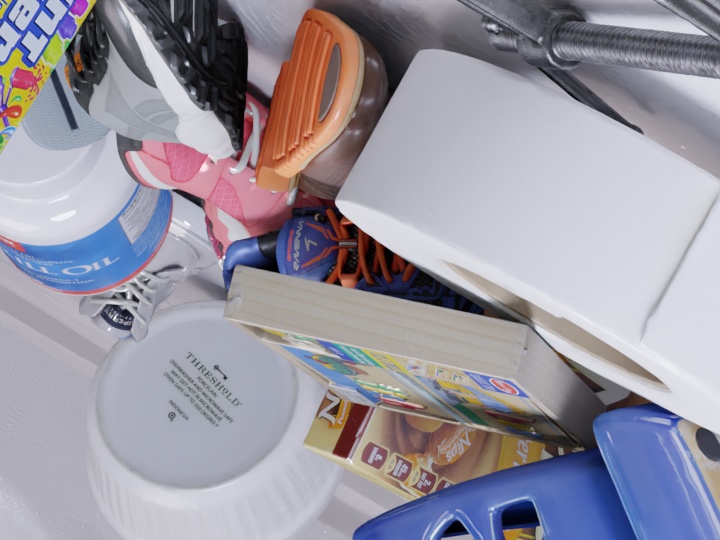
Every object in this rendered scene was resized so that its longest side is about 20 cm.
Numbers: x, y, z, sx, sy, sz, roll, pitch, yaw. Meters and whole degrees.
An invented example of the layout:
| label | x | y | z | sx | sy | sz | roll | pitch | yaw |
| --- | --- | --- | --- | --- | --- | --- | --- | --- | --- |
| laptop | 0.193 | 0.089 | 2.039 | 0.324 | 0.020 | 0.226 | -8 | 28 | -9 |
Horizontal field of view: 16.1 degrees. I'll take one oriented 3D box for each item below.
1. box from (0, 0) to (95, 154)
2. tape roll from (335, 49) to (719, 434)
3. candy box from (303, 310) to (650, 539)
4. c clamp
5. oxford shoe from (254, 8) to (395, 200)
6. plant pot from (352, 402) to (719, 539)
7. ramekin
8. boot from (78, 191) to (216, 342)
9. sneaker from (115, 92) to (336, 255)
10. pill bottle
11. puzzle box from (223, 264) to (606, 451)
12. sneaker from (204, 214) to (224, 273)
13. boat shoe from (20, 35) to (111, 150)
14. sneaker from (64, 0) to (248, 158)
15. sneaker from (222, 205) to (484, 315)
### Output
| label | x | y | z | sx | sy | sz | roll | pitch | yaw |
| --- | --- | --- | --- | --- | --- | --- | --- | --- | --- |
| box | -0.187 | -0.140 | 0.875 | 0.122 | 0.201 | 0.193 | 24 | 168 | 32 |
| tape roll | 0.092 | -0.007 | 0.998 | 0.202 | 0.071 | 0.202 | 30 | 176 | 2 |
| candy box | 0.080 | 0.082 | 1.321 | 0.199 | 0.116 | 0.055 | 29 | 173 | -29 |
| c clamp | 0.080 | -0.086 | 0.842 | 0.170 | 0.027 | 0.200 | 31 | 173 | -23 |
| oxford shoe | 0.000 | -0.067 | 1.100 | 0.072 | 0.072 | 0.200 | 13 | 177 | -6 |
| plant pot | 0.146 | 0.161 | 1.147 | 0.199 | 0.180 | 0.201 | -4 | -115 | -49 |
| ramekin | -0.114 | 0.114 | 1.900 | 0.202 | 0.203 | 0.094 | 27 | 158 | 22 |
| boot | -0.140 | 0.004 | 1.709 | 0.073 | 0.096 | 0.200 | 32 | 170 | -3 |
| sneaker | -0.050 | -0.058 | 1.290 | 0.086 | 0.074 | 0.200 | 6 | 160 | 28 |
| pill bottle | -0.174 | -0.061 | 1.458 | 0.112 | 0.113 | 0.200 | 29 | 170 | 11 |
| puzzle box | 0.031 | 0.043 | 1.141 | 0.132 | 0.026 | 0.200 | 11 | 170 | 18 |
| sneaker | -0.010 | 0.018 | 1.443 | 0.200 | 0.081 | 0.075 | 36 | 171 | -24 |
| boat shoe | -0.158 | -0.134 | 1.181 | 0.200 | 0.073 | 0.067 | 90 | 163 | -58 |
| sneaker | -0.098 | -0.096 | 1.116 | 0.079 | 0.074 | 0.200 | 0 | 165 | 5 |
| sneaker | 0.000 | 0.000 | 1.220 | 0.078 | 0.076 | 0.200 | 18 | 157 | -29 |
